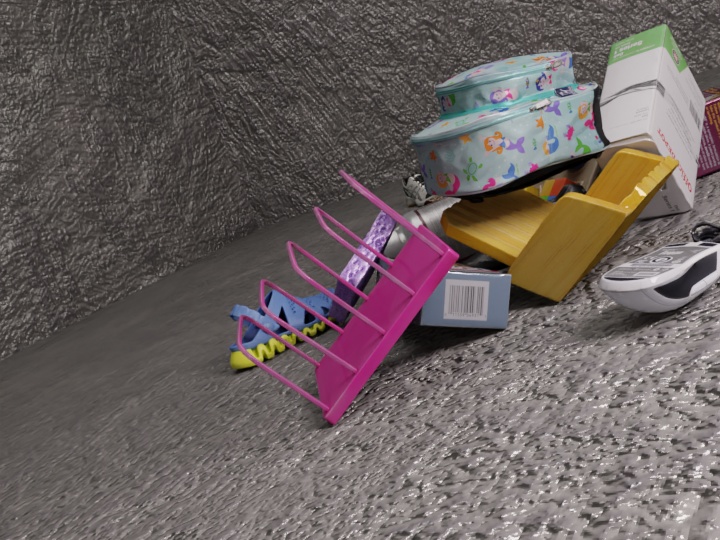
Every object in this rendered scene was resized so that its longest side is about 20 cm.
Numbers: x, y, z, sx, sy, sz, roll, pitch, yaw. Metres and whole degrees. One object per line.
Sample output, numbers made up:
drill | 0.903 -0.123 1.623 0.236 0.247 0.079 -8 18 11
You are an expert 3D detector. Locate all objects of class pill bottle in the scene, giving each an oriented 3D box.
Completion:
pill bottle | 0.126 -0.050 1.181 0.198 0.111 0.110 -23 9 -4

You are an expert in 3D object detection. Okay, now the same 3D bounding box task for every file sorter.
file sorter | -0.023 0.017 0.791 0.201 0.125 0.139 -54 14 6

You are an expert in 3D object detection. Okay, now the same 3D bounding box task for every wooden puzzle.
wooden puzzle | 0.289 -0.139 1.192 0.202 0.046 0.185 -64 17 -7

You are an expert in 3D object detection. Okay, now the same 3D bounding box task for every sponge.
sponge | 0.000 0.000 1.071 0.112 0.030 0.200 -59 -3 -17

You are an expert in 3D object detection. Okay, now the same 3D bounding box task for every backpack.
backpack | 0.159 -0.159 0.901 0.199 0.152 0.177 -28 16 -20

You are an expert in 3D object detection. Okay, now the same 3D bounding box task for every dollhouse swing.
dollhouse swing | 0.222 -0.089 0.904 0.199 0.176 0.183 -31 -23 -47

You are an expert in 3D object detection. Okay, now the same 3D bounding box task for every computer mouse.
computer mouse | 0.296 0.000 0.717 0.198 0.044 0.109 -21 12 -28

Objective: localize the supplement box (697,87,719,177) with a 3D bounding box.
supplement box | 0.471 -0.191 1.195 0.198 0.104 0.131 -20 9 15

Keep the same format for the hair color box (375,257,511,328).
hair color box | 0.087 0.022 0.908 0.098 0.061 0.200 3 3 -13

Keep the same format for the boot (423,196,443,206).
boot | 0.202 -0.149 1.700 0.149 0.074 0.200 -25 15 -17

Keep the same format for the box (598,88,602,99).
box | 0.445 -0.264 1.437 0.197 0.126 0.197 4 16 17

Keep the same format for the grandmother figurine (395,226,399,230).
grandmother figurine | 0.097 -0.054 1.439 0.120 0.061 0.200 -14 11 -6

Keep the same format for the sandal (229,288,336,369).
sandal | -0.112 0.066 1.153 0.199 0.088 0.079 -26 8 -33

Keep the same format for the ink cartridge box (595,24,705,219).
ink cartridge box | 0.378 -0.190 1.027 0.084 0.146 0.202 -10 46 42

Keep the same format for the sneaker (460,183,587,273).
sneaker | 0.216 -0.054 1.059 0.198 0.088 0.076 -22 9 -2

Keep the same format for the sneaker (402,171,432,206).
sneaker | 0.166 -0.228 2.172 0.075 0.089 0.200 -23 11 -22
